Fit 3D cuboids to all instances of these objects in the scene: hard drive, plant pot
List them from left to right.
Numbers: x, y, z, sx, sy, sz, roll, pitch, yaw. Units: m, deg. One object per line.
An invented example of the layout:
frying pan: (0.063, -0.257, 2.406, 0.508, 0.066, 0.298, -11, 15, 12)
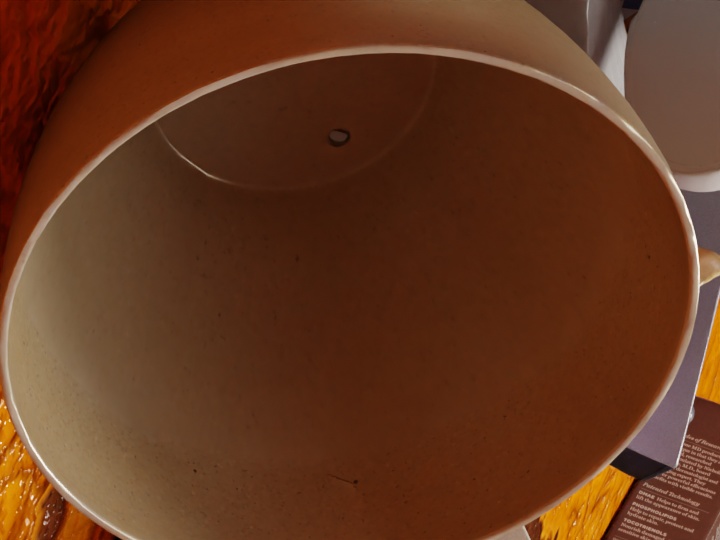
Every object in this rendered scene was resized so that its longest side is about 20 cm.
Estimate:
plant pot: (-0.011, -0.024, 0.770, 0.135, 0.200, 0.200, -103, -166, -49)
hard drive: (0.140, -0.010, 1.131, 0.135, 0.042, 0.200, 90, 14, -83)

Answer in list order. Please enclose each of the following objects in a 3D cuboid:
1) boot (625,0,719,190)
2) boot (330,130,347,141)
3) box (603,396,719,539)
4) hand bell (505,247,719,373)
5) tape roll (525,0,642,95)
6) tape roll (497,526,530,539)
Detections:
boot: (0.154, -0.104, 1.000, 0.096, 0.073, 0.200, 59, 41, -57)
boot: (0.000, 0.000, 0.969, 0.200, 0.073, 0.096, 14, 93, -72)
box: (0.232, 0.196, 1.893, 0.200, 0.075, 0.100, -52, 155, -41)
hand bell: (0.033, -0.066, 0.870, 0.104, 0.200, 0.104, -27, 178, -1)
tape roll: (0.088, -0.144, 1.033, 0.200, 0.066, 0.201, 8, 90, -71)
tape roll: (0.020, 0.144, 0.959, 0.037, 0.203, 0.203, -13, 132, -23)
